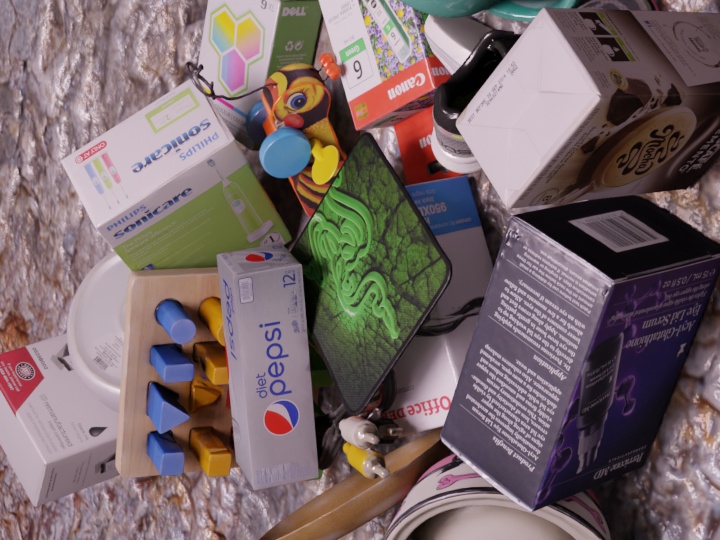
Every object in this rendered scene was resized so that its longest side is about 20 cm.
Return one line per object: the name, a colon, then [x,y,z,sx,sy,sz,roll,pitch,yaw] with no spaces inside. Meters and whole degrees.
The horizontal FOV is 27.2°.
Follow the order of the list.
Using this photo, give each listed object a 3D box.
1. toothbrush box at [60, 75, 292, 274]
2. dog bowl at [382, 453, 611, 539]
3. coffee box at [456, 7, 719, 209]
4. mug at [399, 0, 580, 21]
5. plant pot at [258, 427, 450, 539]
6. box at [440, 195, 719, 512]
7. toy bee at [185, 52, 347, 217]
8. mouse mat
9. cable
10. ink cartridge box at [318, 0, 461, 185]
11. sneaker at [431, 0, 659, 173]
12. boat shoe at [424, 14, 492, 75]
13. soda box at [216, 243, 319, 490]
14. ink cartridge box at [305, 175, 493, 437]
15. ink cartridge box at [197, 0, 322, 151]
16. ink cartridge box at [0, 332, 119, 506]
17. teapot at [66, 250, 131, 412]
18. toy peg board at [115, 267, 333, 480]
toothbrush box: [-0.165,-0.063,1.379,0.087,0.145,0.200,57,178,27]
dog bowl: [0.114,0.227,1.198,0.197,0.074,0.202,5,126,7]
coffee box: [0.180,-0.113,1.028,0.113,0.198,0.080,-52,58,40]
mug: [0.071,-0.261,1.151,0.114,0.151,0.187,-44,66,46]
plant pot: [0.000,0.197,1.294,0.199,0.199,0.028,-33,86,45]
box: [0.165,0.059,1.120,0.104,0.147,0.202,35,123,36]
toy bee: [-0.051,-0.134,1.320,0.108,0.200,0.132,-33,65,8]
mouse mat: [0.000,0.000,1.234,0.162,0.007,0.201,-57,38,25]
cable: [-0.018,0.129,1.279,0.199,0.050,0.099,-14,78,63]
ink cartridge box: [0.035,-0.172,1.283,0.108,0.050,0.203,-22,81,47]
sneaker: [0.133,-0.148,1.096,0.198,0.087,0.074,-31,68,4]
boat shoe: [0.117,-0.133,1.196,0.200,0.072,0.069,41,124,22]
soda box: [-0.081,0.084,1.300,0.068,0.063,0.203,-137,41,-65]
ink cartridge box: [0.048,0.037,1.287,0.144,0.083,0.203,-22,83,49]
ink cartridge box: [-0.095,-0.228,1.406,0.103,0.059,0.202,34,122,38]
ink cartridge box: [-0.282,0.140,1.574,0.147,0.198,0.083,52,141,25]
teapot: [-0.193,0.074,1.517,0.194,0.146,0.203,-6,64,11]
toy peg board: [-0.114,0.107,1.379,0.098,0.196,0.203,-142,54,-58]
